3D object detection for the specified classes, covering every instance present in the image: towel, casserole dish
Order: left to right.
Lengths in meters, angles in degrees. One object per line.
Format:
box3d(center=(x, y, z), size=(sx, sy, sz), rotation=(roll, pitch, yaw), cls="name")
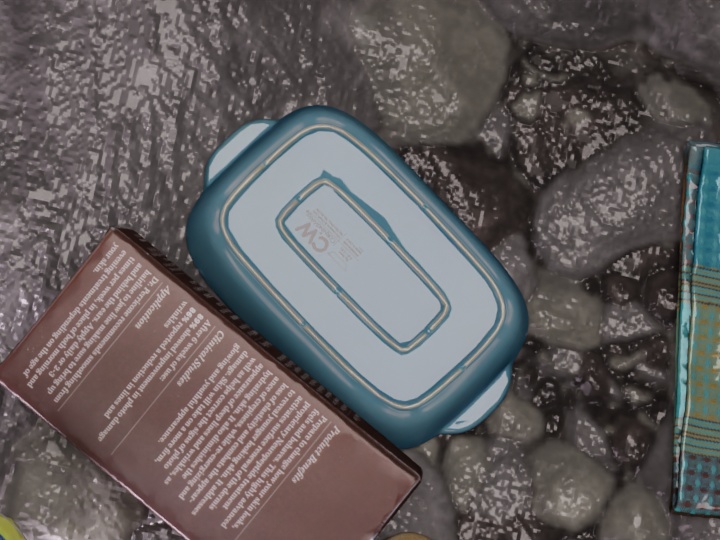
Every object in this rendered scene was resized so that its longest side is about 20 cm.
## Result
box3d(center=(0.000, 0.000, 1.454), size=(0.121, 0.039, 0.200), rotation=(-43, 86, -11), cls="casserole dish")
box3d(center=(0.238, 0.034, 1.478), size=(0.146, 0.022, 0.201), rotation=(5, 80, -4), cls="towel")

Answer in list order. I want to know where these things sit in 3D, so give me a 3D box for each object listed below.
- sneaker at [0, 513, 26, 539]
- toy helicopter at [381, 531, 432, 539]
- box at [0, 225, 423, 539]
box3d(center=(-0.240, 0.192, 1.366), size=(0.076, 0.105, 0.200), rotation=(38, 79, 2), cls="sneaker")
box3d(center=(0.065, 0.219, 1.402), size=(0.132, 0.079, 0.200), rotation=(-26, 91, -25), cls="toy helicopter")
box3d(center=(-0.074, 0.077, 1.409), size=(0.200, 0.075, 0.100), rotation=(40, 92, 3), cls="box")
